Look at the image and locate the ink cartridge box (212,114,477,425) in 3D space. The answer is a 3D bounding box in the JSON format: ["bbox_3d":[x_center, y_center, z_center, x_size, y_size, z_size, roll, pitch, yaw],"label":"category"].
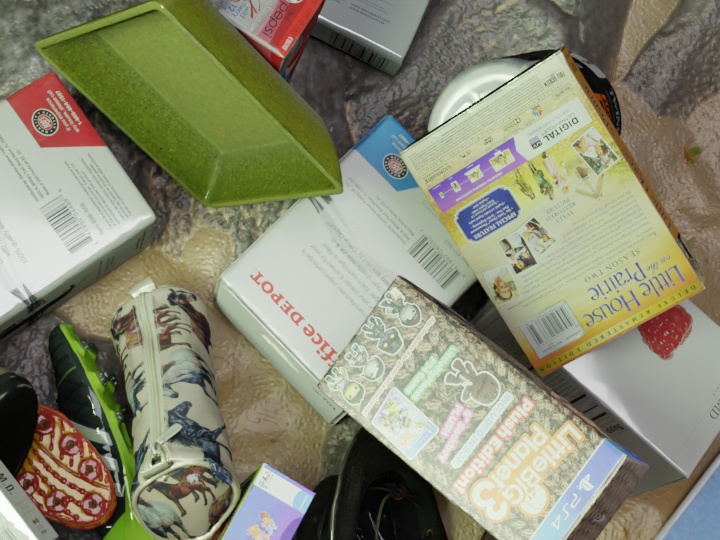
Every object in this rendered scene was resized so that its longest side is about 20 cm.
[{"bbox_3d":[0.000,0.000,1.192,0.146,0.086,0.200,45,73,2],"label":"ink cartridge box"}]

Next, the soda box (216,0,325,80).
[{"bbox_3d":[-0.085,-0.166,1.157,0.063,0.200,0.070,32,70,-2],"label":"soda box"}]

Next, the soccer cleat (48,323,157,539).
[{"bbox_3d":[-0.208,0.139,1.124,0.080,0.068,0.202,-24,80,-1],"label":"soccer cleat"}]

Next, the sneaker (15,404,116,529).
[{"bbox_3d":[-0.261,0.129,1.095,0.198,0.077,0.073,29,72,14],"label":"sneaker"}]

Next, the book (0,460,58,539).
[{"bbox_3d":[-0.301,0.131,0.931,0.133,0.048,0.201,-39,85,12],"label":"book"}]

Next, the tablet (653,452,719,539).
[{"bbox_3d":[0.317,0.237,1.237,0.130,0.014,0.200,43,72,1],"label":"tablet"}]

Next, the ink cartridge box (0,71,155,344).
[{"bbox_3d":[-0.280,-0.033,1.141,0.199,0.084,0.145,-35,85,-20],"label":"ink cartridge box"}]

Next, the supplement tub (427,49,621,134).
[{"bbox_3d":[0.139,-0.113,1.188,0.121,0.200,0.124,5,103,22],"label":"supplement tub"}]

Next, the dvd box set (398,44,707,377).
[{"bbox_3d":[0.140,-0.040,1.077,0.145,0.029,0.201,-31,96,25],"label":"dvd box set"}]

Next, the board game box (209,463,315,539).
[{"bbox_3d":[-0.109,0.246,1.078,0.044,0.135,0.202,30,71,-3],"label":"board game box"}]

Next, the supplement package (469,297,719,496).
[{"bbox_3d":[0.199,0.067,1.200,0.199,0.120,0.122,41,70,0],"label":"supplement package"}]

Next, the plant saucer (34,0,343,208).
[{"bbox_3d":[-0.121,-0.133,1.110,0.200,0.199,0.048,44,64,-28],"label":"plant saucer"}]

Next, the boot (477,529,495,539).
[{"bbox_3d":[0.122,0.251,1.108,0.072,0.167,0.202,23,72,-2],"label":"boot"}]

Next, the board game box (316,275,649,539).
[{"bbox_3d":[0.091,0.112,1.046,0.199,0.159,0.097,38,92,18],"label":"board game box"}]

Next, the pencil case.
[{"bbox_3d":[-0.140,0.099,1.097,0.077,0.090,0.201,-15,44,-2],"label":"pencil case"}]

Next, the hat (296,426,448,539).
[{"bbox_3d":[-0.002,0.216,1.127,0.080,0.200,0.204,-10,74,26],"label":"hat"}]

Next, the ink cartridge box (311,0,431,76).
[{"bbox_3d":[-0.017,-0.299,1.292,0.198,0.041,0.202,26,71,-5],"label":"ink cartridge box"}]

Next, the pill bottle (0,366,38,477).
[{"bbox_3d":[-0.331,0.086,1.015,0.198,0.112,0.113,24,71,12],"label":"pill bottle"}]
